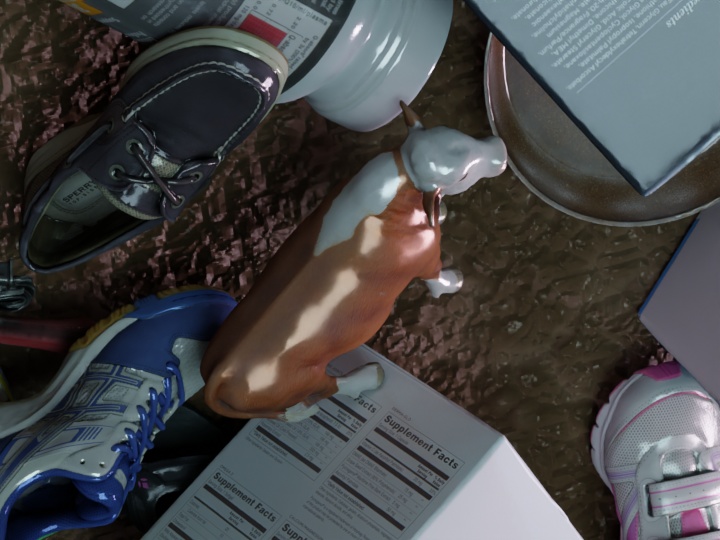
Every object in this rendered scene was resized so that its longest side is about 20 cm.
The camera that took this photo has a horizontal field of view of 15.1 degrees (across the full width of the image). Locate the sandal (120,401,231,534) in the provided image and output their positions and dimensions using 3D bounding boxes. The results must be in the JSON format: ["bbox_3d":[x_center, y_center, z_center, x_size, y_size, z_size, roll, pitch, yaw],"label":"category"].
[{"bbox_3d":[-0.083,0.129,1.500,0.200,0.048,0.075,36,98,-32],"label":"sandal"}]

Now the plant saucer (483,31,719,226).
[{"bbox_3d":[0.157,-0.121,1.480,0.200,0.032,0.200,-7,115,-16],"label":"plant saucer"}]

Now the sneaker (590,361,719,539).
[{"bbox_3d":[0.189,0.148,1.592,0.081,0.088,0.200,-15,119,-14],"label":"sneaker"}]

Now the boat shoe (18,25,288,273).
[{"bbox_3d":[-0.105,-0.053,1.332,0.072,0.065,0.200,30,142,-28],"label":"boat shoe"}]

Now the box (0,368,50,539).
[{"bbox_3d":[-0.239,0.079,1.417,0.117,0.048,0.200,-27,119,-8],"label":"box"}]

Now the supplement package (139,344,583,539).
[{"bbox_3d":[-0.003,0.171,1.455,0.200,0.151,0.152,-48,134,-10],"label":"supplement package"}]

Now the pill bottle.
[{"bbox_3d":[-0.060,-0.151,1.334,0.200,0.116,0.116,27,102,-29],"label":"pill bottle"}]

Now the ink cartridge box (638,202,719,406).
[{"bbox_3d":[0.289,0.035,1.554,0.200,0.125,0.129,24,103,-29],"label":"ink cartridge box"}]

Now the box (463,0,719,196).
[{"bbox_3d":[0.104,-0.157,1.346,0.107,0.148,0.200,-42,105,8],"label":"box"}]

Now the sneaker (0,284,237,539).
[{"bbox_3d":[-0.131,0.088,1.386,0.200,0.088,0.075,-36,142,-14],"label":"sneaker"}]

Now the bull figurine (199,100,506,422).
[{"bbox_3d":[0.000,0.000,1.381,0.200,0.065,0.121,-44,155,8],"label":"bull figurine"}]

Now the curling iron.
[{"bbox_3d":[-0.138,0.032,1.417,0.050,0.026,0.200,-33,146,32],"label":"curling iron"}]
